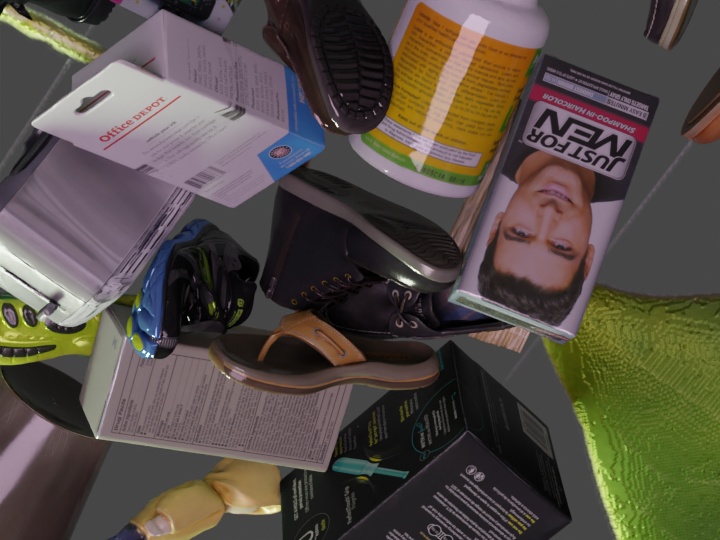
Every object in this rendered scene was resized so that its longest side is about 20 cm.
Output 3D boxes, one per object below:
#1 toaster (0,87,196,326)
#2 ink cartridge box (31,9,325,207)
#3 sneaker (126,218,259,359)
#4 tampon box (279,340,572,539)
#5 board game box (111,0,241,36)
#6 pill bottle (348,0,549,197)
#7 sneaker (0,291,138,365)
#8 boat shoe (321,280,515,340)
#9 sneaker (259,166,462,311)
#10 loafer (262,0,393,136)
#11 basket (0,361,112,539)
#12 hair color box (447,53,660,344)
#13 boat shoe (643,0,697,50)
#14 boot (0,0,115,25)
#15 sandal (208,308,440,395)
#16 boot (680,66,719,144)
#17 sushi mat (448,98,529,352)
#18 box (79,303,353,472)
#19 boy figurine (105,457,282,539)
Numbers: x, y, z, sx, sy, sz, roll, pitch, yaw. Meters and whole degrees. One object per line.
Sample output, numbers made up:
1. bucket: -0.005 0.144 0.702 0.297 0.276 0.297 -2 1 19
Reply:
1. toaster: -0.220 -0.052 1.663 0.129 0.200 0.114 41 145 -13
2. ink cartridge box: -0.138 -0.127 1.604 0.200 0.067 0.116 22 142 -39
3. sneaker: -0.125 0.016 1.649 0.083 0.200 0.071 27 113 3
4. tampon box: 0.048 0.188 1.710 0.200 0.150 0.126 -41 113 17
5. board game box: -0.127 -0.285 1.565 0.148 0.064 0.200 22 101 -45
6. pill bottle: 0.078 -0.166 1.617 0.111 0.111 0.200 23 109 -3
7. sneaker: -0.225 0.041 1.738 0.200 0.084 0.074 7 108 -17
8. boat shoe: 0.056 0.023 1.698 0.200 0.057 0.069 -7 103 15
9. sneaker: 0.000 0.000 1.656 0.075 0.200 0.106 1 111 -40
10. loafer: -0.033 -0.181 1.613 0.073 0.200 0.071 4 147 -34
11. basket: -0.301 0.185 1.764 0.180 0.136 0.200 29 105 -23
12. hair color box: 0.149 -0.054 1.631 0.099 0.061 0.200 21 81 -2
13. boat shoe: 0.239 -0.269 1.593 0.066 0.072 0.201 16 109 10
14. boot: -0.234 -0.271 1.585 0.073 0.162 0.198 47 117 35
15. sandal: -0.026 0.058 1.650 0.200 0.080 0.054 1 113 -26
16. boot: 0.363 -0.123 1.628 0.200 0.074 0.155 -38 106 18
17. sushi mat: 0.126 -0.034 1.709 0.096 0.012 0.200 24 109 -3
18. box: -0.116 0.095 1.703 0.200 0.078 0.095 12 106 -23
19. boy figurine: -0.156 0.218 1.775 0.200 0.124 0.064 -27 77 -17
